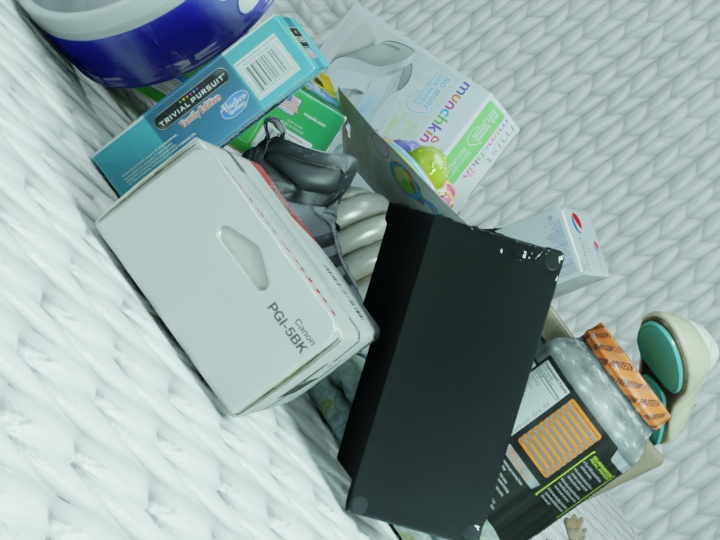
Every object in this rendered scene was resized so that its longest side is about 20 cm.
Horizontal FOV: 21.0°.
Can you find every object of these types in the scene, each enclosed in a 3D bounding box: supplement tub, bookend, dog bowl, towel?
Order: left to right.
[{"bbox_3d":[-0.147,-0.230,1.389,0.079,0.200,0.200,52,5,-43],"label":"dog bowl"},{"bbox_3d":[0.036,0.143,1.439,0.200,0.048,0.171,56,5,21],"label":"towel"},{"bbox_3d":[0.048,0.063,1.331,0.092,0.201,0.199,16,1,-9],"label":"bookend"},{"bbox_3d":[0.143,0.138,1.566,0.123,0.200,0.123,54,5,-7],"label":"supplement tub"}]

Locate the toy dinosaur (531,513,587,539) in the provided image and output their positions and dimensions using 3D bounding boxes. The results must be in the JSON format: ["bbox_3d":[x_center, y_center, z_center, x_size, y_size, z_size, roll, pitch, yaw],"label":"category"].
[{"bbox_3d":[0.181,0.289,1.611,0.200,0.086,0.136,62,2,24],"label":"toy dinosaur"}]

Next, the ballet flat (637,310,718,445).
[{"bbox_3d":[0.263,0.078,1.611,0.070,0.069,0.200,56,-15,24],"label":"ballet flat"}]

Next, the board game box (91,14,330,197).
[{"bbox_3d":[-0.098,-0.112,1.335,0.047,0.151,0.200,53,5,-5],"label":"board game box"}]

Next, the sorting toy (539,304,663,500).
[{"bbox_3d":[0.133,0.136,1.670,0.200,0.185,0.037,50,29,-17],"label":"sorting toy"}]

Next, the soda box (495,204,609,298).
[{"bbox_3d":[0.106,0.010,1.658,0.068,0.200,0.064,5,66,-62],"label":"soda box"}]

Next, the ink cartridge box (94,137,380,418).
[{"bbox_3d":[-0.070,0.006,1.193,0.147,0.083,0.200,54,5,6],"label":"ink cartridge box"}]

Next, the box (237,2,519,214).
[{"bbox_3d":[0.013,-0.109,1.781,0.176,0.200,0.097,38,-1,29],"label":"box"}]

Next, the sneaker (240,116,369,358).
[{"bbox_3d":[-0.027,-0.025,1.462,0.200,0.114,0.075,44,-15,-26],"label":"sneaker"}]

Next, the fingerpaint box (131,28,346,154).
[{"bbox_3d":[-0.117,-0.163,1.560,0.200,0.073,0.167,31,11,-13],"label":"fingerpaint box"}]

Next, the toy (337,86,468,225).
[{"bbox_3d":[0.058,-0.065,1.605,0.200,0.047,0.115,52,-15,23],"label":"toy"}]

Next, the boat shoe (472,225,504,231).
[{"bbox_3d":[0.112,0.055,1.750,0.074,0.060,0.201,63,24,-65],"label":"boat shoe"}]

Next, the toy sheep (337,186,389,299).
[{"bbox_3d":[0.000,0.000,1.593,0.200,0.138,0.138,59,6,11],"label":"toy sheep"}]
